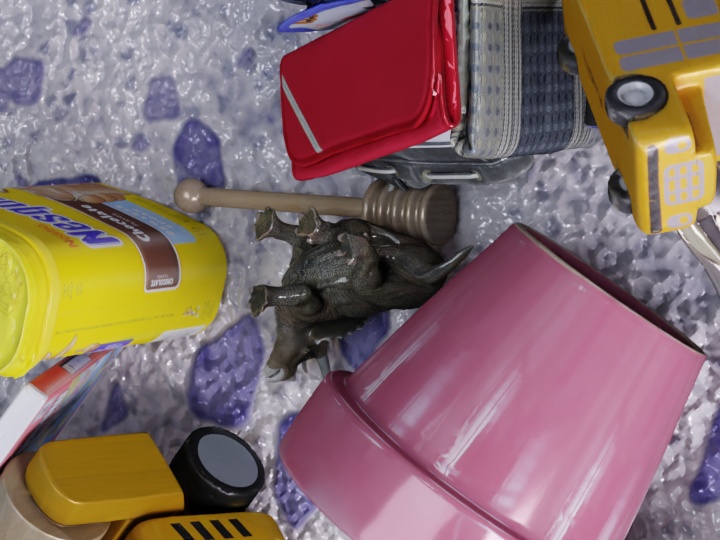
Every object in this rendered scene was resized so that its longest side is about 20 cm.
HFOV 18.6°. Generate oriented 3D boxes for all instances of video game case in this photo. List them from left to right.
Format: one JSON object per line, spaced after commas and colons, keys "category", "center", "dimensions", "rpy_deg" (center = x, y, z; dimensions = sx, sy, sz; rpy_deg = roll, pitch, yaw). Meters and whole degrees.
{"category": "video game case", "center": [-0.212, 0.109, 1.355], "dimensions": [0.017, 0.200, 0.143], "rpy_deg": [37, 101, 1]}

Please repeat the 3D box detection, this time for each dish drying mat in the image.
{"category": "dish drying mat", "center": [0.001, -0.096, 1.158], "dimensions": [0.200, 0.018, 0.077], "rpy_deg": [166, 102, -66]}

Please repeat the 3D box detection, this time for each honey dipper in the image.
{"category": "honey dipper", "center": [-0.035, -0.039, 1.336], "dimensions": [0.200, 0.038, 0.038], "rpy_deg": [4, 97, 33]}

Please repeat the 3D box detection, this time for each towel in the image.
{"category": "towel", "center": [0.086, -0.161, 1.157], "dimensions": [0.034, 0.192, 0.201], "rpy_deg": [4, 97, 26]}

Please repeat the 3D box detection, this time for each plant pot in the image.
{"category": "plant pot", "center": [0.085, 0.082, 1.191], "dimensions": [0.200, 0.200, 0.179], "rpy_deg": [38, 98, 24]}

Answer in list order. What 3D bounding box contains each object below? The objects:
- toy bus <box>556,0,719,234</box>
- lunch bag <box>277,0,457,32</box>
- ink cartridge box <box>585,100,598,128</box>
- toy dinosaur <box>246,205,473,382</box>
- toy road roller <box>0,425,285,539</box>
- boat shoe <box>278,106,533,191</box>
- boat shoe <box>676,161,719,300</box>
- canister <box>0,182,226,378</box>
{"category": "toy bus", "center": [0.142, -0.109, 1.078], "dimensions": [0.078, 0.065, 0.200], "rpy_deg": [-11, 44, -2]}
{"category": "lunch bag", "center": [-0.009, -0.199, 1.226], "dimensions": [0.200, 0.170, 0.124], "rpy_deg": [24, 109, 28]}
{"category": "ink cartridge box", "center": [0.179, -0.172, 1.184], "dimensions": [0.094, 0.044, 0.201], "rpy_deg": [9, 99, 30]}
{"category": "toy dinosaur", "center": [0.000, 0.000, 1.276], "dimensions": [0.200, 0.102, 0.077], "rpy_deg": [-27, 60, 38]}
{"category": "toy road roller", "center": [-0.130, 0.186, 1.319], "dimensions": [0.123, 0.200, 0.146], "rpy_deg": [-54, 53, 31]}
{"category": "boat shoe", "center": [0.022, -0.076, 1.259], "dimensions": [0.200, 0.072, 0.071], "rpy_deg": [12, 138, 58]}
{"category": "boat shoe", "center": [0.209, -0.025, 1.149], "dimensions": [0.073, 0.075, 0.200], "rpy_deg": [-25, 108, 17]}
{"category": "canister", "center": [-0.194, -0.001, 1.342], "dimensions": [0.148, 0.200, 0.087], "rpy_deg": [21, 105, 29]}
